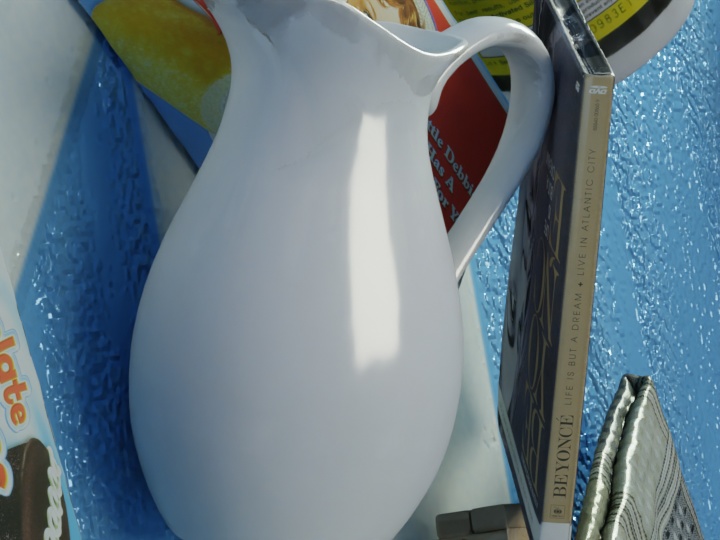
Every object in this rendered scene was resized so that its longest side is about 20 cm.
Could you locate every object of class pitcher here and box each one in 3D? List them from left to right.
[{"bbox_3d":[0.000,0.000,1.027,0.171,0.121,0.201,1,100,-40],"label":"pitcher"}]

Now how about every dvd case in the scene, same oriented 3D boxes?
[{"bbox_3d":[0.076,-0.002,1.120,0.149,0.016,0.201,-101,-167,-70],"label":"dvd case"}]

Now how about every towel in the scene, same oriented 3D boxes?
[{"bbox_3d":[0.137,0.170,1.233,0.200,0.034,0.194,-65,142,-60],"label":"towel"}]

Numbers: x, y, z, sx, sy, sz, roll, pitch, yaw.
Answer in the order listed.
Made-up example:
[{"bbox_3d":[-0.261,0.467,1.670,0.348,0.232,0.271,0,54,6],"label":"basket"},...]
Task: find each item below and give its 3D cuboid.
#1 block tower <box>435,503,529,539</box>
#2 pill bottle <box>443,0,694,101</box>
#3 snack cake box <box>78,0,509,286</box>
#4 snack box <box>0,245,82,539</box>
[{"bbox_3d":[0.065,0.200,1.157,0.058,0.054,0.201,5,76,-54],"label":"block tower"},{"bbox_3d":[0.057,-0.177,1.214,0.200,0.112,0.113,56,40,-29],"label":"pill bottle"},{"bbox_3d":[-0.022,-0.086,1.112,0.200,0.067,0.115,55,38,-30],"label":"snack cake box"},{"bbox_3d":[-0.155,0.036,0.904,0.116,0.037,0.201,-21,97,-56],"label":"snack box"}]
